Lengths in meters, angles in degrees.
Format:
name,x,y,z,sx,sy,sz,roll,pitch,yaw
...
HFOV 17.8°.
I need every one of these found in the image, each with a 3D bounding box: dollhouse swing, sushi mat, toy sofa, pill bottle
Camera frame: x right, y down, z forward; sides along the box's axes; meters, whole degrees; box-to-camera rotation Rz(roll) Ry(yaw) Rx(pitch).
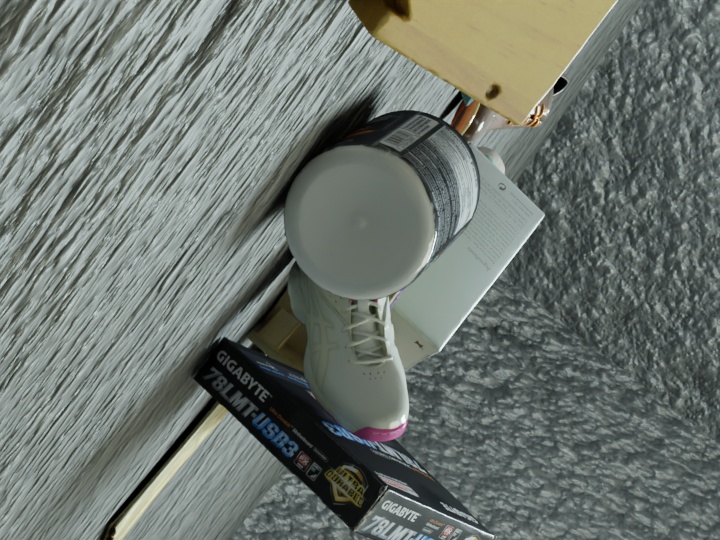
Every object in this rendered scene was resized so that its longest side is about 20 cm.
name,x,y,z,sx,sy,sz,roll,pitch,yaw
dollhouse swing,0.075,-0.217,1.253,0.181,0.176,0.200,26,106,-43
sushi mat,-0.166,0.172,2.044,0.200,0.012,0.096,-50,175,-27
toy sofa,0.000,0.000,1.938,0.200,0.083,0.098,-54,174,17
pill bottle,0.023,-0.051,1.587,0.106,0.106,0.200,-54,176,19

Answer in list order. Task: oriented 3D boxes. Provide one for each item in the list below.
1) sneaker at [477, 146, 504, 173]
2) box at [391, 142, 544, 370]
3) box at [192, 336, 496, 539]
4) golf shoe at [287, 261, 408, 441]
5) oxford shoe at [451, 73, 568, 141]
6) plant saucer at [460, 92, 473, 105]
name,x,y,z,sx,sy,sz,roll,pitch,yaw
sneaker,0.094,-0.055,2.666,0.080,0.071,0.200,-39,162,-53
box,0.059,-0.002,2.237,0.200,0.106,0.152,-50,-173,-31
box,-0.010,0.147,1.801,0.050,0.198,0.200,-53,147,5
golf shoe,-0.008,0.039,1.770,0.075,0.201,0.092,-6,139,-20
oxford shoe,0.147,-0.167,2.209,0.071,0.073,0.200,-55,175,38
plant saucer,0.152,-0.236,2.066,0.200,0.019,0.070,-54,176,30
